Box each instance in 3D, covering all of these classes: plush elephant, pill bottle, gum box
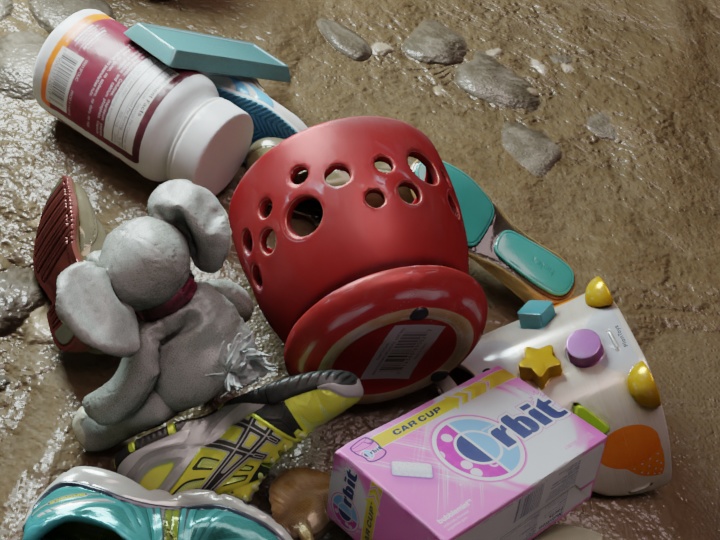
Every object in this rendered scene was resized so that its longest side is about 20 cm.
[{"bbox_3d":[-0.157,0.029,0.897,0.164,0.199,0.156,-36,100,-34],"label":"plush elephant"},{"bbox_3d":[-0.210,-0.159,1.143,0.199,0.115,0.114,33,46,15],"label":"pill bottle"},{"bbox_3d":[0.086,0.153,0.890,0.199,0.067,0.113,-22,43,-39],"label":"gum box"}]

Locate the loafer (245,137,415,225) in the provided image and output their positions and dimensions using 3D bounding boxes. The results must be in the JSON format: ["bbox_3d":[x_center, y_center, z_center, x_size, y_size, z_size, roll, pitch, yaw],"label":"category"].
[{"bbox_3d":[-0.021,-0.076,1.158,0.197,0.077,0.068,8,45,4],"label":"loafer"}]

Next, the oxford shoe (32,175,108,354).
[{"bbox_3d":[-0.238,-0.001,1.030,0.074,0.071,0.201,17,39,-37],"label":"oxford shoe"}]

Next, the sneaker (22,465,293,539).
[{"bbox_3d":[-0.143,0.201,0.832,0.197,0.078,0.080,9,18,4],"label":"sneaker"}]

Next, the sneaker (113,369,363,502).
[{"bbox_3d":[-0.086,0.136,0.905,0.198,0.075,0.077,-24,80,-1],"label":"sneaker"}]

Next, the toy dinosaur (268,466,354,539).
[{"bbox_3d":[-0.021,0.187,0.908,0.199,0.059,0.101,-25,57,-35],"label":"toy dinosaur"}]

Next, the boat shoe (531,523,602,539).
[{"bbox_3d":[0.101,0.240,0.895,0.198,0.071,0.063,-8,92,-28],"label":"boat shoe"}]

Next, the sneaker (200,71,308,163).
[{"bbox_3d":[-0.122,-0.171,1.213,0.199,0.077,0.081,33,38,10],"label":"sneaker"}]

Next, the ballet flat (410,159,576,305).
[{"bbox_3d":[0.118,-0.029,1.136,0.200,0.063,0.069,41,67,-2],"label":"ballet flat"}]

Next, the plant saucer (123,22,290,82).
[{"bbox_3d":[-0.147,-0.219,1.180,0.070,0.019,0.199,36,20,24],"label":"plant saucer"}]

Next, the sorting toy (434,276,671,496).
[{"bbox_3d":[0.155,0.106,1.036,0.178,0.107,0.201,-16,51,-6],"label":"sorting toy"}]

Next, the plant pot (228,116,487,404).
[{"bbox_3d":[0.000,0.000,0.999,0.198,0.201,0.184,-3,53,-21],"label":"plant pot"}]
